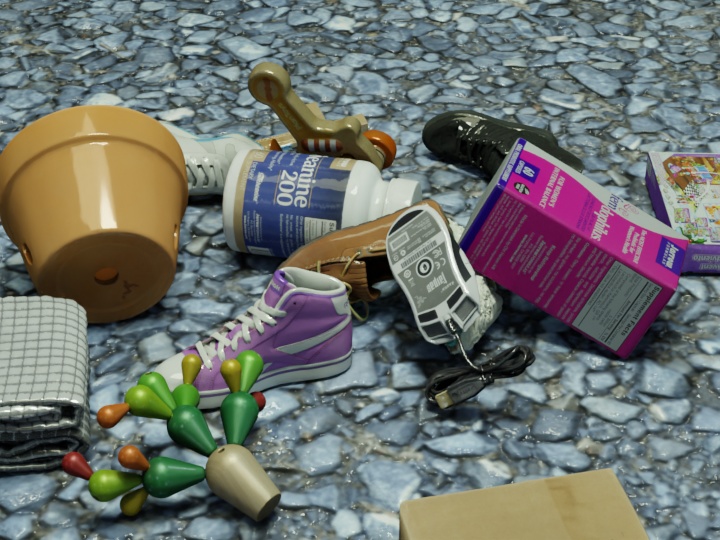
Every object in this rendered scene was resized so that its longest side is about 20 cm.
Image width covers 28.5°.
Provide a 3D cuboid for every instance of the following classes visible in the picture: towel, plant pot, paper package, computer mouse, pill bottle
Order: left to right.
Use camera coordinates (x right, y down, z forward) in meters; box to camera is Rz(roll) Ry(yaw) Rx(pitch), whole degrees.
[{"bbox_3d":[-0.342,0.106,1.278,0.197,0.087,0.166,-4,35,-8],"label":"towel"},{"bbox_3d":[-0.262,-0.045,1.419,0.197,0.202,0.141,-8,49,-11],"label":"plant pot"},{"bbox_3d":[-0.039,-0.065,1.501,0.197,0.112,0.111,7,34,11],"label":"pill bottle"},{"bbox_3d":[0.084,0.028,1.329,0.044,0.109,0.202,22,41,-52],"label":"computer mouse"},{"bbox_3d":[0.132,0.256,1.024,0.188,0.105,0.201,-6,33,-12],"label":"paper package"}]

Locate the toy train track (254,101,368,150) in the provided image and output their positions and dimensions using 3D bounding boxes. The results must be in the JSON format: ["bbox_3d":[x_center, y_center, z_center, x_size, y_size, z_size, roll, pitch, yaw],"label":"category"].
[{"bbox_3d":[-0.087,-0.146,1.703,0.197,0.033,0.115,-15,43,-10],"label":"toy train track"}]

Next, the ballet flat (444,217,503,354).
[{"bbox_3d":[0.112,0.016,1.425,0.071,0.073,0.201,-2,35,-3],"label":"ballet flat"}]

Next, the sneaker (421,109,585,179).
[{"bbox_3d":[0.163,-0.134,1.649,0.197,0.061,0.105,9,30,8],"label":"sneaker"}]

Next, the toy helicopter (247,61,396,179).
[{"bbox_3d":[-0.061,-0.147,1.568,0.131,0.200,0.079,-21,33,35],"label":"toy helicopter"}]

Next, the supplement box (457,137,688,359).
[{"bbox_3d":[0.206,-0.022,1.381,0.198,0.104,0.102,31,37,0],"label":"supplement box"}]

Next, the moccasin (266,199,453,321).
[{"bbox_3d":[0.000,0.001,1.416,0.199,0.074,0.079,-18,60,3],"label":"moccasin"}]

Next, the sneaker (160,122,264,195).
[{"bbox_3d":[-0.187,-0.115,1.618,0.198,0.078,0.081,10,33,32],"label":"sneaker"}]

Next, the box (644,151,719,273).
[{"bbox_3d":[0.396,-0.066,1.561,0.134,0.040,0.201,1,34,1],"label":"box"}]

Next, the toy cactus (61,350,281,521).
[{"bbox_3d":[-0.139,0.155,1.213,0.165,0.103,0.199,40,46,20],"label":"toy cactus"}]

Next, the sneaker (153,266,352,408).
[{"bbox_3d":[-0.104,0.053,1.324,0.198,0.116,0.073,-15,37,-19],"label":"sneaker"}]
